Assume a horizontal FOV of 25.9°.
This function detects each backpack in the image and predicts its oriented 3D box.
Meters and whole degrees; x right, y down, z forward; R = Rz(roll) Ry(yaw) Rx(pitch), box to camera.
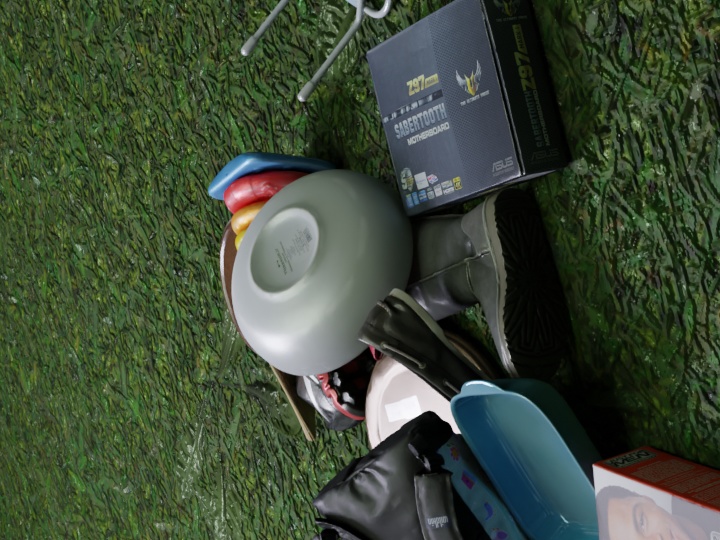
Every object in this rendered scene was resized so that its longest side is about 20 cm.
[{"bbox_3d":[0.076,0.234,1.374,0.200,0.127,0.167,50,126,-1],"label":"backpack"}]

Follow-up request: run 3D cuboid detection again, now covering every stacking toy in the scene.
[{"bbox_3d":[-0.081,-0.013,1.574,0.116,0.110,0.200,-32,57,54],"label":"stacking toy"}]

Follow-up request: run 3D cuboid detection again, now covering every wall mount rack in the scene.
[{"bbox_3d":[-0.050,-0.269,1.501,0.200,0.074,0.174,43,137,46],"label":"wall mount rack"}]

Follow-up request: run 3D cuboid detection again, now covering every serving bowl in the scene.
[{"bbox_3d":[-0.049,-0.008,1.439,0.200,0.066,0.201,-19,58,33],"label":"serving bowl"}]

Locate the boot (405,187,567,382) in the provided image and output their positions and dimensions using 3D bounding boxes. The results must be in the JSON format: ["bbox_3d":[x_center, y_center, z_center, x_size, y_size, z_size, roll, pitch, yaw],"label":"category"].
[{"bbox_3d":[0.091,0.026,1.379,0.200,0.072,0.182,-23,69,54],"label":"boot"}]

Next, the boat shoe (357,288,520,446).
[{"bbox_3d":[0.079,0.102,1.358,0.200,0.057,0.067,45,171,-7],"label":"boat shoe"}]

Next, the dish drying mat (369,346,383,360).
[{"bbox_3d":[0.000,0.000,1.514,0.200,0.018,0.077,-113,23,-56],"label":"dish drying mat"}]

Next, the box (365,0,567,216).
[{"bbox_3d":[0.086,-0.141,1.341,0.200,0.051,0.158,-16,86,61],"label":"box"}]

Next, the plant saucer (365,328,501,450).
[{"bbox_3d":[0.070,0.152,1.473,0.200,0.029,0.201,18,114,46],"label":"plant saucer"}]

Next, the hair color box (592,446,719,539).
[{"bbox_3d":[0.262,0.206,1.166,0.200,0.061,0.102,14,114,59],"label":"hair color box"}]

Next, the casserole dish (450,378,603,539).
[{"bbox_3d":[0.154,0.160,1.294,0.121,0.039,0.200,-10,116,54],"label":"casserole dish"}]

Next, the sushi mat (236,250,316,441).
[{"bbox_3d":[-0.088,0.079,1.646,0.096,0.012,0.200,-90,-22,-55],"label":"sushi mat"}]

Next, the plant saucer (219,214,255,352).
[{"bbox_3d":[-0.110,0.016,1.761,0.200,0.034,0.201,32,129,51],"label":"plant saucer"}]

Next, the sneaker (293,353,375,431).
[{"bbox_3d":[-0.043,0.081,1.631,0.201,0.071,0.098,63,147,22],"label":"sneaker"}]
